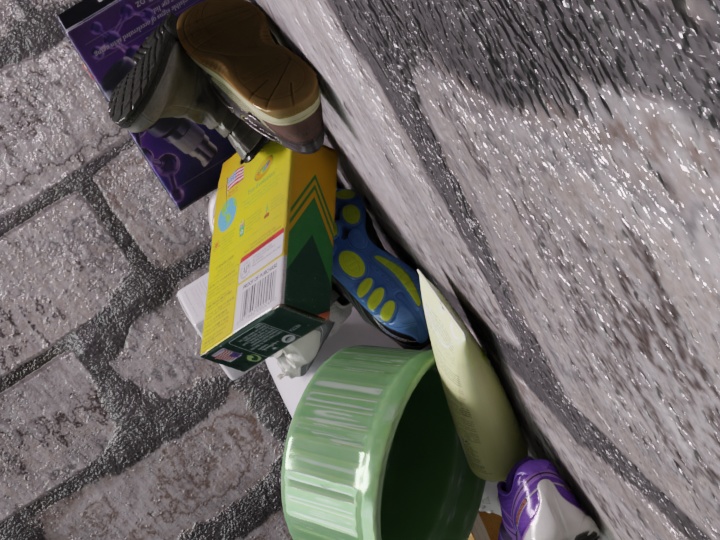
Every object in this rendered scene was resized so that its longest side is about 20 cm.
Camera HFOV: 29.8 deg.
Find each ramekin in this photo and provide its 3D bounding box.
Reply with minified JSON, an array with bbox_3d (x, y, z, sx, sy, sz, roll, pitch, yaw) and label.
[{"bbox_3d":[0.021,0.155,1.093,0.097,0.200,0.200,8,146,29],"label":"ramekin"}]

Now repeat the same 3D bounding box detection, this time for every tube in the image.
[{"bbox_3d":[0.086,0.087,1.029,0.058,0.052,0.200,8,142,29],"label":"tube"}]

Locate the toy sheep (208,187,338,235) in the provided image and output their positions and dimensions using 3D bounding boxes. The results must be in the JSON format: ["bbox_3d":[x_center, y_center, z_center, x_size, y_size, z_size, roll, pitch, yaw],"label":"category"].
[{"bbox_3d":[-0.080,-0.052,1.317,0.138,0.138,0.200,57,-159,13],"label":"toy sheep"}]

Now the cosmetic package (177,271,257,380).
[{"bbox_3d":[-0.089,0.021,1.486,0.074,0.200,0.102,53,173,49],"label":"cosmetic package"}]

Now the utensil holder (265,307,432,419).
[{"bbox_3d":[0.009,0.126,1.376,0.200,0.170,0.170,57,177,44],"label":"utensil holder"}]

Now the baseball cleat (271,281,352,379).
[{"bbox_3d":[-0.047,0.050,1.269,0.070,0.106,0.200,47,170,-5],"label":"baseball cleat"}]

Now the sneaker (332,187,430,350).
[{"bbox_3d":[0.000,0.000,1.180,0.200,0.071,0.083,51,166,39],"label":"sneaker"}]

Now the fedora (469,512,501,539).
[{"bbox_3d":[0.129,0.258,1.517,0.201,0.082,0.201,62,174,11],"label":"fedora"}]

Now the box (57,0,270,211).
[{"bbox_3d":[-0.164,-0.182,1.252,0.200,0.148,0.104,58,175,-24],"label":"box"}]

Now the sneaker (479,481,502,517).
[{"bbox_3d":[0.089,0.195,1.267,0.076,0.115,0.201,52,174,50],"label":"sneaker"}]

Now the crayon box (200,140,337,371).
[{"bbox_3d":[-0.076,-0.029,1.154,0.051,0.127,0.200,21,-124,-31],"label":"crayon box"}]

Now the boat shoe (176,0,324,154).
[{"bbox_3d":[-0.087,-0.152,1.056,0.200,0.073,0.065,53,164,48],"label":"boat shoe"}]

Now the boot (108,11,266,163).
[{"bbox_3d":[-0.129,-0.136,1.113,0.131,0.068,0.200,40,-160,-17],"label":"boot"}]

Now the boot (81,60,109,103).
[{"bbox_3d":[-0.226,-0.250,1.429,0.073,0.150,0.200,53,174,45],"label":"boot"}]

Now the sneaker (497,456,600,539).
[{"bbox_3d":[0.143,0.193,1.073,0.200,0.080,0.084,95,157,-68],"label":"sneaker"}]
